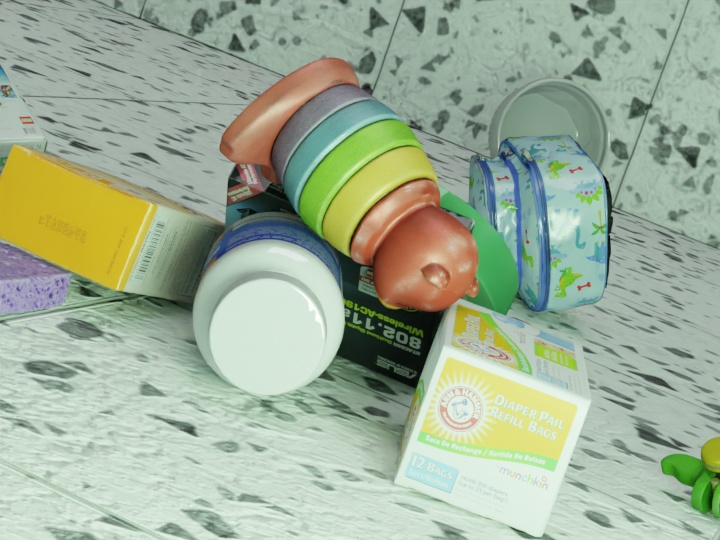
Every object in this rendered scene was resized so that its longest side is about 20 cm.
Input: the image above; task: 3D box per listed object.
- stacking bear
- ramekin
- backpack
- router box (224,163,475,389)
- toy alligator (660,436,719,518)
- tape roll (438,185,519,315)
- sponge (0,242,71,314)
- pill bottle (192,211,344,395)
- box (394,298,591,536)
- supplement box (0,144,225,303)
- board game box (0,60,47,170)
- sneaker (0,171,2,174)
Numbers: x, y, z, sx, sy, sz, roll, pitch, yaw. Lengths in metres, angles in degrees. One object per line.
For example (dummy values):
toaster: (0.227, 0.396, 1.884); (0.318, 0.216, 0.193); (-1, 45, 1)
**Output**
stacking bear: (0.009, -0.051, 1.435); (0.200, 0.114, 0.121); (50, 10, 22)
ramekin: (0.303, -0.217, 3.206); (0.198, 0.202, 0.105); (17, 1, -15)
backpack: (0.197, -0.046, 2.149); (0.145, 0.185, 0.200); (-6, 16, -9)
router box: (-0.015, -0.005, 1.574); (0.198, 0.151, 0.062); (23, 48, 14)
toy alligator: (0.327, 0.172, 1.507); (0.198, 0.060, 0.054); (3, 41, 22)
tape roll: (0.036, -0.007, 1.654); (0.199, 0.048, 0.201); (23, -29, 14)
sponge: (-0.319, -0.020, 1.420); (0.198, 0.030, 0.111); (23, 11, 18)
pill bottle: (-0.067, 0.027, 1.426); (0.111, 0.113, 0.200); (19, 10, -4)
box: (0.094, 0.099, 1.382); (0.111, 0.102, 0.200); (20, 10, 0)
supplement box: (-0.195, -0.034, 1.529); (0.125, 0.074, 0.200); (23, 2, 13)
board game box: (-0.378, -0.130, 1.633); (0.198, 0.035, 0.127); (-5, 41, -32)
sneaker: (-0.394, -0.123, 1.740); (0.199, 0.076, 0.092); (30, 4, 11)
